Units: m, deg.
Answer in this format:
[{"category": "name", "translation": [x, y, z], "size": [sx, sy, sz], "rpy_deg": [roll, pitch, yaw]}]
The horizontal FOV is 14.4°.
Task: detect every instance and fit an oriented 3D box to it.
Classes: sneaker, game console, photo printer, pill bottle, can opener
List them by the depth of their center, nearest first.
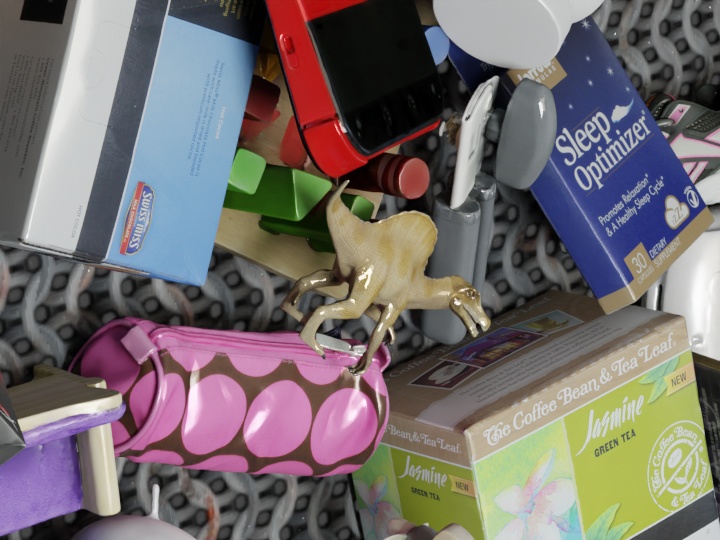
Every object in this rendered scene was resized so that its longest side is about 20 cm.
[{"category": "game console", "translation": [-0.012, -0.151, 1.627], "size": [0.178, 0.031, 0.200], "rpy_deg": [70, 20, -5]}, {"category": "pill bottle", "translation": [0.119, -0.226, 1.783], "size": [0.112, 0.112, 0.200], "rpy_deg": [50, 50, -34]}, {"category": "can opener", "translation": [0.074, -0.035, 1.790], "size": [0.053, 0.066, 0.201], "rpy_deg": [-52, 160, -45]}, {"category": "sneaker", "translation": [0.200, -0.073, 1.942], "size": [0.200, 0.080, 0.087], "rpy_deg": [-28, 103, -42]}, {"category": "photo printer", "translation": [0.278, 0.031, 2.016], "size": [0.199, 0.069, 0.167], "rpy_deg": [-14, 107, -37]}]

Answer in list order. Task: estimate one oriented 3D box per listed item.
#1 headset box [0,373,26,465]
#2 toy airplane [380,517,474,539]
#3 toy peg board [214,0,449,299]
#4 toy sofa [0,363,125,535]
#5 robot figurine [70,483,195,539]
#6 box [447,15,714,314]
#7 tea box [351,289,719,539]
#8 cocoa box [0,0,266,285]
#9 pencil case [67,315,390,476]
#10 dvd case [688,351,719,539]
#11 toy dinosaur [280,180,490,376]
[{"category": "headset box", "translation": [-0.262, 0.015, 1.494], "size": [0.077, 0.200, 0.149], "rpy_deg": [-35, 123, 4]}, {"category": "toy airplane", "translation": [0.022, 0.247, 1.764], "size": [0.200, 0.199, 0.141], "rpy_deg": [62, 31, -21]}, {"category": "toy peg board", "translation": [-0.026, -0.102, 1.721], "size": [0.200, 0.098, 0.200], "rpy_deg": [25, 81, -40]}, {"category": "toy sofa", "translation": [-0.226, 0.120, 1.588], "size": [0.199, 0.097, 0.083], "rpy_deg": [-16, 108, -36]}, {"category": "robot figurine", "translation": [-0.147, 0.227, 1.665], "size": [0.200, 0.113, 0.170], "rpy_deg": [-59, 136, -16]}, {"category": "box", "translation": [0.142, -0.085, 1.829], "size": [0.200, 0.032, 0.121], "rpy_deg": [57, 42, -7]}, {"category": "tea box", "translation": [0.114, 0.142, 1.856], "size": [0.200, 0.133, 0.198], "rpy_deg": [-26, 113, -34]}, {"category": "cocoa box", "translation": [-0.150, -0.105, 1.592], "size": [0.131, 0.133, 0.201], "rpy_deg": [15, 87, -41]}, {"category": "pencil case", "translation": [-0.076, 0.072, 1.715], "size": [0.199, 0.091, 0.094], "rpy_deg": [4, 139, -42]}, {"category": "dvd case", "translation": [0.220, 0.120, 1.898], "size": [0.016, 0.200, 0.149], "rpy_deg": [-22, 111, -26]}, {"category": "toy dinosaur", "translation": [0.000, 0.000, 1.682], "size": [0.101, 0.058, 0.200], "rpy_deg": [-45, 142, 6]}]
